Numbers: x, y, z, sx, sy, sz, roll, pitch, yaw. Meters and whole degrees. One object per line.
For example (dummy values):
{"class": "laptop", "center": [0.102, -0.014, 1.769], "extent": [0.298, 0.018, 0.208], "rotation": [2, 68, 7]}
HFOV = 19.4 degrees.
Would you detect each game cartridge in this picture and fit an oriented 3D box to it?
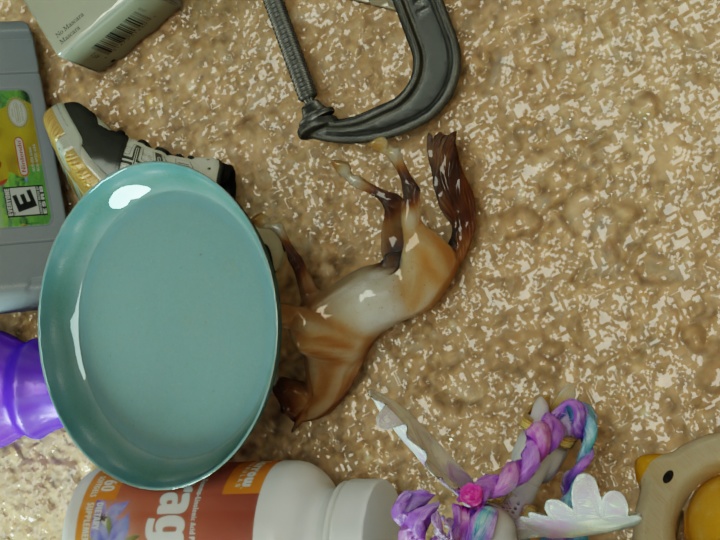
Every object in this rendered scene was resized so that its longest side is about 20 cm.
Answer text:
{"class": "game cartridge", "center": [-0.268, -0.069, 1.401], "extent": [0.040, 0.132, 0.202], "rotation": [-27, 73, 59]}

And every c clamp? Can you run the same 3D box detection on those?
{"class": "c clamp", "center": [-0.028, -0.165, 1.367], "extent": [0.170, 0.027, 0.201], "rotation": [-29, 75, 11]}

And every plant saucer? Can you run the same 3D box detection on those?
{"class": "plant saucer", "center": [-0.121, 0.034, 1.298], "extent": [0.199, 0.027, 0.202], "rotation": [-1, 89, 36]}

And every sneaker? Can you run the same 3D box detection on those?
{"class": "sneaker", "center": [-0.127, -0.049, 1.384], "extent": [0.088, 0.076, 0.200], "rotation": [-39, 68, -12]}

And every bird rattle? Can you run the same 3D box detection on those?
{"class": "bird rattle", "center": [0.229, 0.168, 1.211], "extent": [0.198, 0.113, 0.164], "rotation": [-12, 65, 16]}

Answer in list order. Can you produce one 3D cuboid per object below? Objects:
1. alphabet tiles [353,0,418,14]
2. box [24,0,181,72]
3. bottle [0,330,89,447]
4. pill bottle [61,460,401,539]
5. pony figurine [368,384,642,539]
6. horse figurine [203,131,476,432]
{"class": "alphabet tiles", "center": [-0.031, -0.271, 1.390], "extent": [0.199, 0.008, 0.169], "rotation": [16, 91, 20]}
{"class": "box", "center": [-0.209, -0.239, 1.421], "extent": [0.082, 0.068, 0.201], "rotation": [-38, 74, 13]}
{"class": "bottle", "center": [-0.261, 0.080, 1.415], "extent": [0.198, 0.065, 0.084], "rotation": [-2, 85, 20]}
{"class": "pill bottle", "center": [-0.077, 0.175, 1.314], "extent": [0.198, 0.112, 0.113], "rotation": [-4, 84, 20]}
{"class": "pony figurine", "center": [0.071, 0.151, 1.209], "extent": [0.166, 0.193, 0.201], "rotation": [26, 89, 14]}
{"class": "horse figurine", "center": [0.000, 0.000, 1.319], "extent": [0.199, 0.050, 0.133], "rotation": [-36, 105, 4]}
